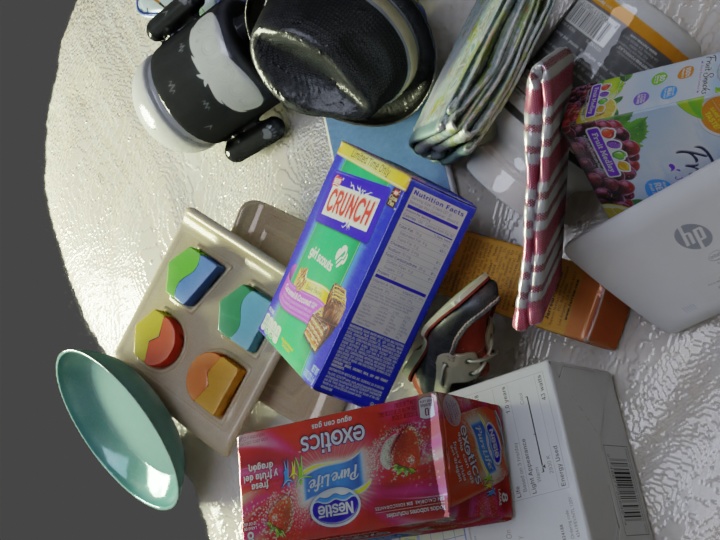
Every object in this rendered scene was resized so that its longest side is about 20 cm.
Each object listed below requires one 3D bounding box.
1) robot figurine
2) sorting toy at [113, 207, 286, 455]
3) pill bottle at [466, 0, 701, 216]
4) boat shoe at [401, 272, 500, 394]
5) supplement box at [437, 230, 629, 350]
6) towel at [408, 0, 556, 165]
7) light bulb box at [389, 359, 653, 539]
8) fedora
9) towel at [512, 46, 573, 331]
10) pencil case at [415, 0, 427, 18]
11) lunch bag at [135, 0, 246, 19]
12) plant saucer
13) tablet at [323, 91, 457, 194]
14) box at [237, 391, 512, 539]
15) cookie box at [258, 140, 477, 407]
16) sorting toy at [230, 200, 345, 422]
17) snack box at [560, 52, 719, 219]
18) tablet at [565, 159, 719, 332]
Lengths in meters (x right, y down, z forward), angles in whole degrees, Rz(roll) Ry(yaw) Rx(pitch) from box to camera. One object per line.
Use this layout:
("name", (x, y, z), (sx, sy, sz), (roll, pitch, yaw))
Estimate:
("robot figurine", (-0.150, -0.209, 1.292), (0.199, 0.125, 0.151), (-30, 57, 27))
("sorting toy", (-0.160, 0.060, 1.238), (0.185, 0.036, 0.201), (31, 100, 31))
("pill bottle", (0.187, -0.142, 1.041), (0.116, 0.116, 0.200), (46, 108, 33))
("boat shoe", (0.087, 0.067, 1.043), (0.063, 0.071, 0.200), (50, 154, 15))
("supplement box", (0.137, 0.010, 1.076), (0.199, 0.066, 0.069), (17, 90, 36))
("towel", (0.107, -0.180, 1.075), (0.048, 0.200, 0.172), (28, 89, -7))
("light bulb box", (0.120, 0.200, 1.011), (0.199, 0.125, 0.199), (-22, 68, 31))
("fedora", (-0.032, -0.200, 1.139), (0.200, 0.201, 0.092), (-8, 32, 34))
("towel", (0.138, -0.067, 0.930), (0.030, 0.146, 0.201), (5, 105, 14))
("pencil case", (0.006, -0.314, 1.216), (0.078, 0.087, 0.201), (-24, 63, 15))
("lunch bag", (-0.175, -0.369, 1.373), (0.160, 0.075, 0.201), (13, 89, 39))
("plant saucer", (-0.246, 0.160, 1.279), (0.200, 0.036, 0.201), (31, 140, 31))
("tablet", (0.025, -0.133, 1.217), (0.130, 0.014, 0.201), (-23, 69, 29))
("box", (0.009, 0.163, 0.959), (0.199, 0.100, 0.096), (-17, 70, 32))
("cookie box", (0.000, 0.000, 1.094), (0.201, 0.075, 0.171), (-65, 26, 6))
("sorting toy", (-0.072, 0.044, 1.239), (0.199, 0.036, 0.186), (25, 96, 32))
("snack box", (0.259, -0.065, 0.927), (0.142, 0.200, 0.053), (-11, 42, 33))
("tablet", (0.266, -0.019, 0.913), (0.200, 0.130, 0.014), (-33, 29, 46))
